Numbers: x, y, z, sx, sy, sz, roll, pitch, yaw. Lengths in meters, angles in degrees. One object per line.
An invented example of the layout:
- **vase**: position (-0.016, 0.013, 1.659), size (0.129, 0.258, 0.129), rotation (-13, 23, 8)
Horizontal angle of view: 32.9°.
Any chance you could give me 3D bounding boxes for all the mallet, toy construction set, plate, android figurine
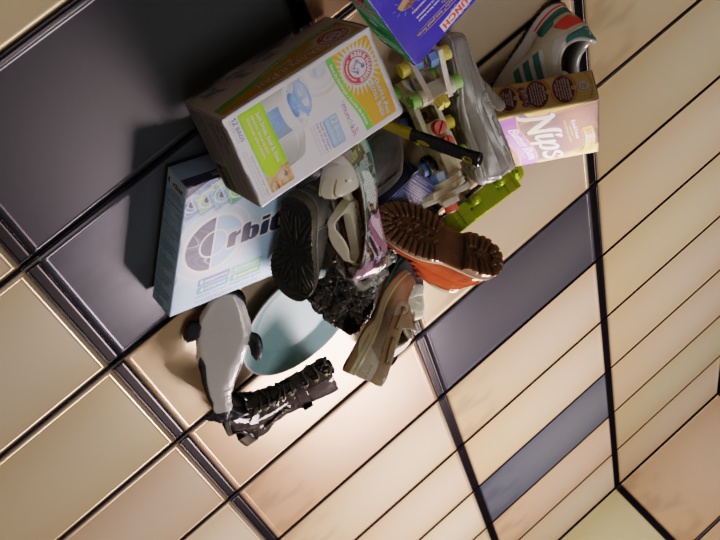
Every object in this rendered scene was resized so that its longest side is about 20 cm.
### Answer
- **mallet**: position (0.054, -0.158, 1.458), size (0.041, 0.198, 0.066), rotation (-53, 163, -32)
- **toy construction set**: position (0.096, -0.172, 1.517), size (0.091, 0.203, 0.131), rotation (-12, -177, -18)
- **plate**: position (-0.090, 0.064, 1.710), size (0.199, 0.026, 0.202), rotation (-31, 147, -22)
- **android figurine**: position (0.159, -0.089, 1.740), size (0.181, 0.041, 0.200), rotation (-37, 176, -12)

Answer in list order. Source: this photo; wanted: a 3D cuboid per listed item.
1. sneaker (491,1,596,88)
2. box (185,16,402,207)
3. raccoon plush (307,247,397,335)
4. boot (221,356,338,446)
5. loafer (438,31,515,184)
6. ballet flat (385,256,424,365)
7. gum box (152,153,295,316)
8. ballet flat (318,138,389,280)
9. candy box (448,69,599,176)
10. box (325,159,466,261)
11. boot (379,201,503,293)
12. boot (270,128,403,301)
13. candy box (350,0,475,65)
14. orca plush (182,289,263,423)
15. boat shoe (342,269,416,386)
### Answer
- **sneaker**: position (0.248, -0.260, 1.666), size (0.070, 0.093, 0.201), rotation (1, 127, -51)
- **box**: position (-0.070, -0.177, 1.329), size (0.199, 0.101, 0.114), rotation (-34, 120, -18)
- **raccoon plush**: position (0.000, 0.000, 1.654), size (0.135, 0.096, 0.200), rotation (-54, 178, 12)
- **boot**: position (-0.118, 0.171, 1.733), size (0.173, 0.070, 0.200), rotation (-30, 159, 0)
- **loafer**: position (0.149, -0.211, 1.561), size (0.069, 0.070, 0.203), rotation (-22, 113, -14)
- **ballet flat**: position (0.063, 0.067, 1.859), size (0.072, 0.073, 0.202), rotation (-12, 136, -43)
- **gum box**: position (-0.160, -0.056, 1.457), size (0.169, 0.045, 0.202), rotation (-23, 144, -35)
- **ballet flat**: position (-0.014, -0.079, 1.433), size (0.071, 0.069, 0.203), rotation (-32, 121, -38)
- **candy box**: position (0.222, -0.198, 1.652), size (0.197, 0.057, 0.117), rotation (-11, 147, 5)
- **box**: position (0.049, -0.080, 1.682), size (0.200, 0.033, 0.121), rotation (-44, 151, 13)
- **boot**: position (0.086, -0.023, 1.664), size (0.198, 0.076, 0.107), rotation (24, 149, -24)
- **boot**: position (-0.027, -0.075, 1.544), size (0.200, 0.072, 0.183), rotation (-46, 159, -44)
- **candy box**: position (0.061, -0.348, 1.346), size (0.169, 0.077, 0.200), rotation (-47, 149, 1)
- **orca plush**: position (-0.169, 0.100, 1.606), size (0.071, 0.103, 0.203), rotation (-71, 154, -61)
- **boat shoe**: position (0.040, 0.077, 1.627), size (0.201, 0.064, 0.073), rotation (-59, 177, -48)
